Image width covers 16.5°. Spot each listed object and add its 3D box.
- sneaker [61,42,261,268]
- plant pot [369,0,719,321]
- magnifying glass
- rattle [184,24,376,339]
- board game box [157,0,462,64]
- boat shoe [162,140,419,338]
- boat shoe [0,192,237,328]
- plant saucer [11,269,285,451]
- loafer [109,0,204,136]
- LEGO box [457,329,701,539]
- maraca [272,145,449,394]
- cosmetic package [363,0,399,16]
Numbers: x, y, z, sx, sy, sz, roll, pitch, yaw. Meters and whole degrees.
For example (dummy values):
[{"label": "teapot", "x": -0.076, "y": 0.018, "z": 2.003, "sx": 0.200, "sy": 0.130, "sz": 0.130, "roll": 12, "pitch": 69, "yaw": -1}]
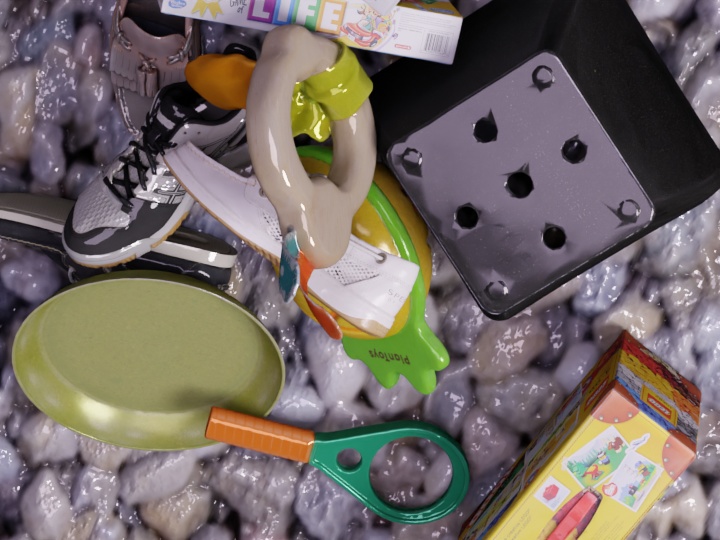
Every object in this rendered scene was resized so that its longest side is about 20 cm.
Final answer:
[{"label": "sneaker", "x": -0.139, "y": -0.088, "z": 1.754, "sx": 0.200, "sy": 0.088, "sz": 0.076, "roll": -41, "pitch": 59, "yaw": -9}, {"label": "plant pot", "x": 0.118, "y": -0.076, "z": 1.699, "sx": 0.199, "sy": 0.177, "sz": 0.200, "roll": -31, "pitch": 99, "yaw": 16}, {"label": "magnifying glass", "x": -0.016, "y": 0.136, "z": 1.841, "sx": 0.199, "sy": 0.022, "sz": 0.080, "roll": 14, "pitch": 111, "yaw": -7}, {"label": "rattle", "x": -0.069, "y": -0.052, "z": 1.616, "sx": 0.142, "sy": 0.130, "sz": 0.201, "roll": -1, "pitch": 79, "yaw": 17}, {"label": "board game box", "x": -0.041, "y": -0.190, "z": 1.687, "sx": 0.199, "sy": 0.135, "sz": 0.034, "roll": 9, "pitch": 108, "yaw": -14}, {"label": "boat shoe", "x": -0.044, "y": -0.036, "z": 1.684, "sx": 0.200, "sy": 0.071, "sz": 0.069, "roll": 37, "pitch": 93, "yaw": 16}, {"label": "boat shoe", "x": -0.193, "y": -0.010, "z": 1.824, "sx": 0.199, "sy": 0.072, "sz": 0.068, "roll": 16, "pitch": 106, "yaw": 2}, {"label": "plant saucer", "x": -0.153, "y": 0.061, "z": 1.814, "sx": 0.199, "sy": 0.031, "sz": 0.200, "roll": 1, "pitch": 139, "yaw": 1}, {"label": "loafer", "x": -0.146, "y": -0.187, "z": 1.773, "sx": 0.072, "sy": 0.063, "sz": 0.201, "roll": 12, "pitch": 106, "yaw": 6}, {"label": "LEGO box", "x": 0.151, "y": 0.158, "z": 1.768, "sx": 0.077, "sy": 0.149, "sz": 0.200, "roll": 37, "pitch": 107, "yaw": -2}, {"label": "maraca", "x": 0.000, "y": 0.000, "z": 1.774, "sx": 0.107, "sy": 0.137, "sz": 0.201, "roll": -34, "pitch": 113, "yaw": -28}, {"label": "cosmetic package", "x": 0.010, "y": -0.314, "z": 1.627, "sx": 0.199, "sy": 0.200, "sz": 0.123, "roll": 38, "pitch": 147, "yaw": -2}]
